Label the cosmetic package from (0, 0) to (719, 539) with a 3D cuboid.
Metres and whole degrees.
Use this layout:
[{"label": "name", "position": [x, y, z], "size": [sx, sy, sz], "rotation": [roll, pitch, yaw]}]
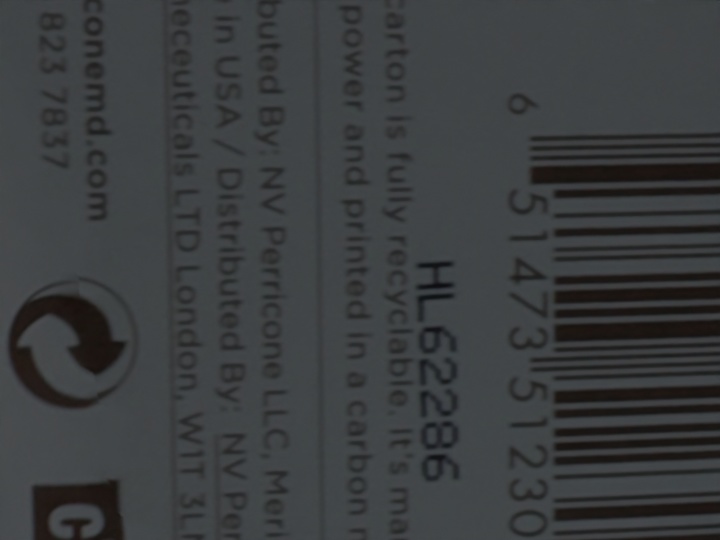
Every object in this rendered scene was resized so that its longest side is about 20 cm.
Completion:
[{"label": "cosmetic package", "position": [-0.004, 0.005, 0.447], "size": [0.200, 0.166, 0.168], "rotation": [-146, 54, -79]}]
